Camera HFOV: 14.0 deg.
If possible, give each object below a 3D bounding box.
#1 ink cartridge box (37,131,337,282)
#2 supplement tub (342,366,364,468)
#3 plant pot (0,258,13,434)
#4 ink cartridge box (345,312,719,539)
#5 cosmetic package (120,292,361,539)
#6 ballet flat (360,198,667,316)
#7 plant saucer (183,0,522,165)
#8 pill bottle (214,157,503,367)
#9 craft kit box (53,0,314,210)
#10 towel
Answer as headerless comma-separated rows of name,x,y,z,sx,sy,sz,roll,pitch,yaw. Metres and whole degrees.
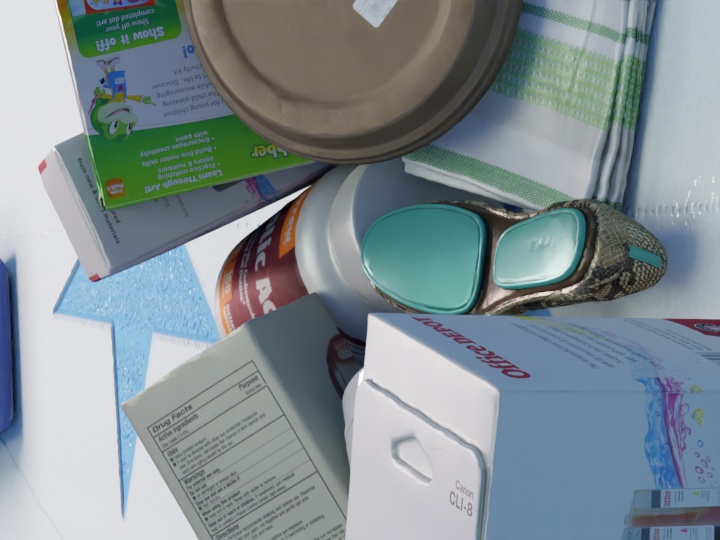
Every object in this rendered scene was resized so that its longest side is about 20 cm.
ink cartridge box,-0.082,-0.071,1.727,0.086,0.200,0.148,63,169,-1
supplement tub,0.068,0.143,1.494,0.132,0.132,0.200,124,140,-51
plant pot,-0.405,0.075,2.547,0.200,0.179,0.200,148,122,-63
ink cartridge box,0.110,0.103,1.312,0.145,0.200,0.145,-151,65,-65
cosmetic package,-0.027,0.126,1.598,0.103,0.087,0.200,-31,87,29
ballet flat,0.083,-0.001,1.510,0.200,0.075,0.068,-3,73,54
plant saucer,-0.010,-0.156,1.546,0.200,0.029,0.201,1,93,24
pill bottle,0.000,0.000,1.686,0.200,0.114,0.114,145,123,-62
craft kit box,-0.069,-0.150,1.623,0.049,0.200,0.198,-176,73,-83
towel,0.088,-0.131,1.529,0.149,0.031,0.200,19,108,39
